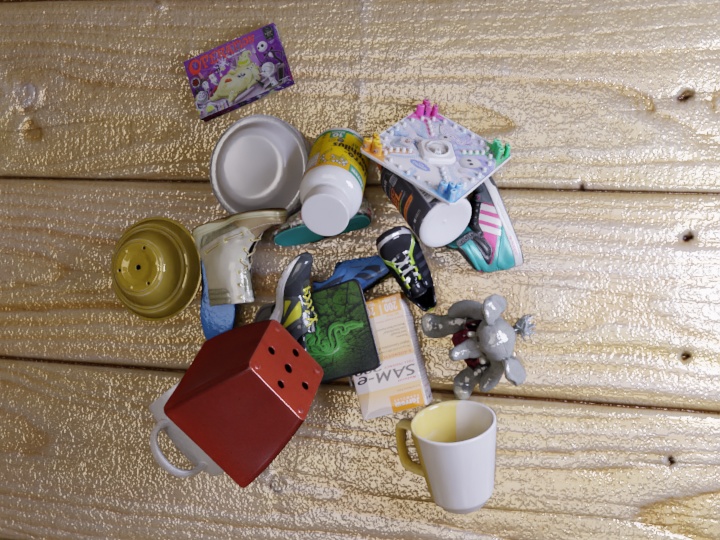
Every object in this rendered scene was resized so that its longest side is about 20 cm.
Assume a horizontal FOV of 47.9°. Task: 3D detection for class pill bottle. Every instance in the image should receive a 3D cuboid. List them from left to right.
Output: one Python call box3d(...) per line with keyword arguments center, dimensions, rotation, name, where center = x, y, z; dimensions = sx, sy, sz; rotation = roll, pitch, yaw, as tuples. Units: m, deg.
box3d(center=(-0.047, -0.154, 1.414), dimensions=(0.110, 0.202, 0.115), rotation=(5, 129, 6), name="pill bottle")
box3d(center=(0.102, -0.143, 1.412), dimensions=(0.106, 0.106, 0.201), rotation=(-40, 51, 8), name="pill bottle")

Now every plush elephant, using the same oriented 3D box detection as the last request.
box3d(center=(0.208, 0.124, 1.380), dimensions=(0.196, 0.155, 0.168), rotation=(-22, 84, 11), name="plush elephant")

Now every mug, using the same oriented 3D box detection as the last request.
box3d(center=(-0.293, 0.288, 1.467), dimensions=(0.177, 0.199, 0.147), rotation=(53, 133, 1), name="mug")
box3d(center=(0.161, 0.322, 1.404), dimensions=(0.146, 0.186, 0.157), rotation=(-15, 108, -16), name="mug")

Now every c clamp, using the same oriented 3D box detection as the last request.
box3d(center=(-0.113, 0.135, 1.491), dimensions=(0.196, 0.027, 0.175), rotation=(-6, 95, 28), name="c clamp")

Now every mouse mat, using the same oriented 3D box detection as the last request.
box3d(center=(-0.066, 0.117, 1.453), dimensions=(0.197, 0.007, 0.165), rotation=(-18, 85, 27), name="mouse mat")

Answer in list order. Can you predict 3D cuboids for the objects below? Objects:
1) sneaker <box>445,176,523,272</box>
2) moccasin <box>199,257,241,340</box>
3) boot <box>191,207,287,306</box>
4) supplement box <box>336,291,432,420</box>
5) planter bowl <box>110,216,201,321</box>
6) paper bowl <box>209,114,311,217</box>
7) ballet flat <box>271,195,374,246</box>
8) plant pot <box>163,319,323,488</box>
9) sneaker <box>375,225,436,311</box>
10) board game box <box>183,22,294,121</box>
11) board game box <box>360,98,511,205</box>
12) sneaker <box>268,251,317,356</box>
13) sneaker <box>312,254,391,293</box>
box3d(center=(0.197, -0.084, 1.431), dimensions=(0.118, 0.084, 0.204), rotation=(-22, 85, 1), name="sneaker")
box3d(center=(-0.261, 0.038, 1.532), dimensions=(0.078, 0.068, 0.205), rotation=(1, 89, 4), name="moccasin")
box3d(center=(-0.203, -0.023, 1.444), dimensions=(0.196, 0.072, 0.158), rotation=(-13, 88, 24), name="boot")
box3d(center=(0.044, 0.152, 1.456), dimensions=(0.123, 0.073, 0.205), rotation=(-16, 85, 12), name="supplement box")
box3d(center=(-0.410, -0.005, 1.555), dimensions=(0.195, 0.083, 0.206), rotation=(-1, 88, 13), name="planter bowl")
box3d(center=(-0.186, -0.186, 1.504), dimensions=(0.196, 0.104, 0.206), rotation=(0, 89, 12), name="paper bowl")
box3d(center=(-0.070, -0.095, 1.502), dimensions=(0.195, 0.076, 0.065), rotation=(-11, 57, 7), name="ballet flat")
box3d(center=(-0.178, 0.204, 1.383), dimensions=(0.175, 0.201, 0.200), rotation=(-34, 107, 29), name="plant pot")
box3d(center=(0.092, 0.003, 1.393), dimensions=(0.071, 0.201, 0.084), rotation=(-32, 50, 5), name="sneaker")
box3d(center=(-0.235, -0.380, 1.560), dimensions=(0.196, 0.032, 0.123), rotation=(-20, 80, 11), name="board game box")
box3d(center=(0.132, -0.210, 1.387), dimensions=(0.198, 0.199, 0.026), rotation=(33, 138, 22), name="board game box")
box3d(center=(-0.107, 0.066, 1.435), dimensions=(0.083, 0.074, 0.204), rotation=(24, 112, 17), name="sneaker")
box3d(center=(0.000, 0.000, 1.476), dimensions=(0.198, 0.066, 0.080), rotation=(-32, 78, 10), name="sneaker")
